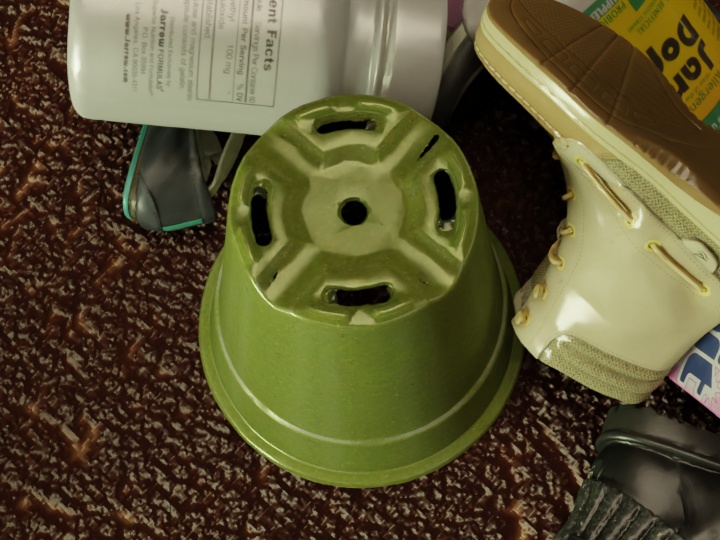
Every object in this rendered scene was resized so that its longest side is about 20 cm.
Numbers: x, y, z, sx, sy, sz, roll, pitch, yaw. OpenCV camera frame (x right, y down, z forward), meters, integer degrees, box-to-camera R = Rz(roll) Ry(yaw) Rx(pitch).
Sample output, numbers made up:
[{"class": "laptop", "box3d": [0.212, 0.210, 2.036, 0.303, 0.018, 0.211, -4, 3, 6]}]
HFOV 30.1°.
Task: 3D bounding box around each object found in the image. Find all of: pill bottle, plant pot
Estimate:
[{"class": "pill bottle", "box3d": [-0.057, -0.133, 0.749, 0.199, 0.114, 0.115, 5, 70, -6]}, {"class": "plant pot", "box3d": [0.000, 0.000, 0.724, 0.199, 0.190, 0.201, 0, 70, 1]}, {"class": "pill bottle", "box3d": [0.157, -0.103, 0.756, 0.200, 0.113, 0.113, 46, 73, -27]}]

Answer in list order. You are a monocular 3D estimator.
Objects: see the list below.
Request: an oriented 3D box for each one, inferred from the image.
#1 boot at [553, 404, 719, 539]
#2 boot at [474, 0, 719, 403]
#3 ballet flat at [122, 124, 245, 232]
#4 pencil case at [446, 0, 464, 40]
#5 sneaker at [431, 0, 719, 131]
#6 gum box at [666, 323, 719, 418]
[{"class": "boot", "box3d": [0.195, 0.179, 0.712, 0.210, 0.080, 0.158, 18, 65, 19]}, {"class": "boot", "box3d": [0.112, -0.032, 0.688, 0.200, 0.156, 0.073, 39, 46, 1]}, {"class": "ballet flat", "box3d": [-0.099, -0.119, 0.834, 0.073, 0.073, 0.201, 6, 77, 3]}, {"class": "pencil case", "box3d": [0.069, -0.209, 0.856, 0.200, 0.087, 0.087, -38, 74, -12]}, {"class": "sneaker", "box3d": [0.132, -0.135, 0.829, 0.200, 0.075, 0.106, -41, 75, -13]}, {"class": "gum box", "box3d": [0.235, -0.004, 0.694, 0.066, 0.114, 0.201, 17, 103, -23]}]
